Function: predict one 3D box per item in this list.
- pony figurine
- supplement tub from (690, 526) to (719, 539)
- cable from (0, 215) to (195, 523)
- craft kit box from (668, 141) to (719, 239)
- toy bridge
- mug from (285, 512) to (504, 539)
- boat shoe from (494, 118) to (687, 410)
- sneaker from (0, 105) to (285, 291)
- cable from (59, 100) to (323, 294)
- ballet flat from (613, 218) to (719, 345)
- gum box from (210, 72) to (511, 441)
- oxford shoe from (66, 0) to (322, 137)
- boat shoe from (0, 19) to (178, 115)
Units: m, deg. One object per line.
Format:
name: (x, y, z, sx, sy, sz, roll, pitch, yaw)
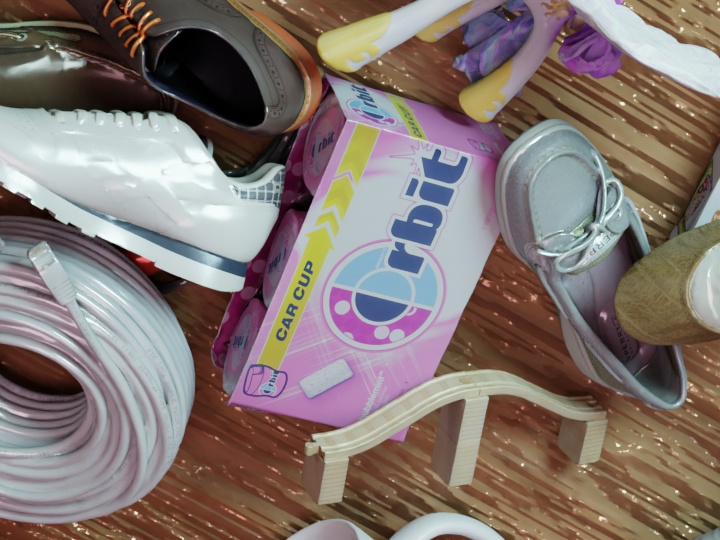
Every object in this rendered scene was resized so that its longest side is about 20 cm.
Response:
pony figurine: (0.102, -0.157, 1.142, 0.193, 0.167, 0.200, 18, 143, -34)
supplement tub: (0.270, 0.203, 1.299, 0.200, 0.132, 0.132, -26, 110, 14)
cable: (-0.198, 0.061, 1.271, 0.200, 0.069, 0.200, -23, 120, 29)
craft kit box: (0.309, -0.060, 1.234, 0.200, 0.049, 0.198, 20, 115, -6)
toy bridge: (0.057, 0.093, 1.265, 0.200, 0.027, 0.067, -5, 122, -27)
mug: (0.025, 0.243, 1.333, 0.175, 0.148, 0.200, 41, 79, -22)
boat shoe: (0.136, -0.001, 1.223, 0.074, 0.065, 0.202, -36, 129, -14)
sneaker: (-0.140, -0.060, 1.195, 0.200, 0.076, 0.081, 24, 96, -21)
cable: (-0.077, -0.039, 1.255, 0.200, 0.050, 0.097, -16, 112, 9)
ballet flat: (0.241, 0.001, 1.178, 0.200, 0.072, 0.068, -11, 101, -8)
gum box: (0.000, 0.000, 1.245, 0.113, 0.066, 0.200, 14, 114, -22)
oxford shoe: (-0.113, -0.144, 1.185, 0.200, 0.073, 0.071, 34, 111, 8)
boat shoe: (-0.206, -0.105, 1.220, 0.202, 0.075, 0.075, 9, 113, -1)
